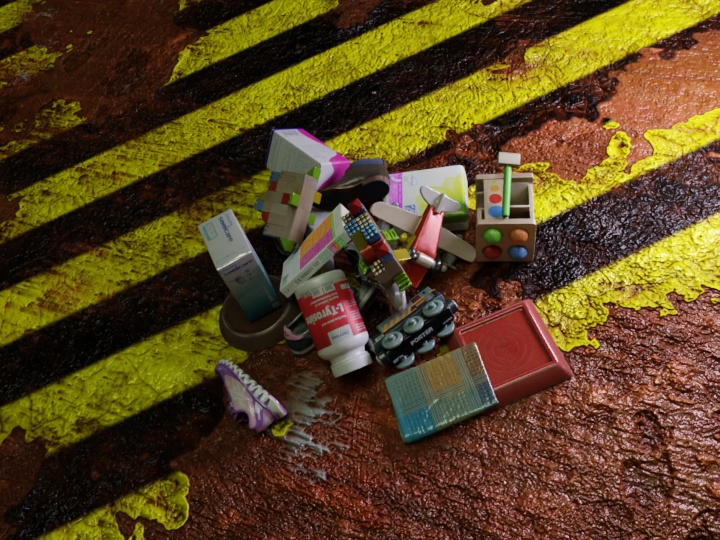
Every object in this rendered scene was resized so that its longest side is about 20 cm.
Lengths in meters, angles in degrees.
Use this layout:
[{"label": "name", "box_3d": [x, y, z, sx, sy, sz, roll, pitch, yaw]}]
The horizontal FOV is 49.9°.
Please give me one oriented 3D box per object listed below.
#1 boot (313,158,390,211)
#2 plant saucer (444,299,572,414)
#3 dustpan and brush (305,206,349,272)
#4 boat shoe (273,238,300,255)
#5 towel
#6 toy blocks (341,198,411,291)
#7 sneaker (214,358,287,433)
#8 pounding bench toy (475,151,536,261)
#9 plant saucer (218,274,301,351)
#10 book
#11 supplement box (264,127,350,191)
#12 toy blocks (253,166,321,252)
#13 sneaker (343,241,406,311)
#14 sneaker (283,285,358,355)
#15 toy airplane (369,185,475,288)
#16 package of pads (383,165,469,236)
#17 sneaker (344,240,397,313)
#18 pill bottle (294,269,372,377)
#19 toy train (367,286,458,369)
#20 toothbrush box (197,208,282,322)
[{"label": "boot", "box_3d": [-0.021, -0.202, 1.821, 0.198, 0.075, 0.098, -10, 43, 17]}, {"label": "plant saucer", "box_3d": [0.287, 0.158, 1.533, 0.198, 0.037, 0.201, -23, 51, 0]}, {"label": "dustpan and brush", "box_3d": [-0.073, -0.077, 1.810, 0.138, 0.058, 0.201, -4, 47, 4]}, {"label": "boat shoe", "box_3d": [-0.187, -0.122, 1.856, 0.074, 0.074, 0.201, -20, 51, 1]}, {"label": "towel", "box_3d": [0.155, 0.237, 1.500, 0.198, 0.022, 0.148, -24, 53, 11]}, {"label": "toy blocks", "box_3d": [0.018, -0.060, 1.520, 0.099, 0.137, 0.201, -33, 63, 5]}, {"label": "sneaker", "box_3d": [-0.245, 0.261, 1.593, 0.199, 0.081, 0.089, 35, 77, 33]}, {"label": "pounding bench toy", "box_3d": [0.303, -0.129, 1.627, 0.123, 0.201, 0.157, 0, 53, 8]}, {"label": "plant saucer", "box_3d": [-0.231, 0.086, 1.743, 0.198, 0.035, 0.202, -9, 53, 12]}, {"label": "book", "box_3d": [-0.098, -0.042, 1.707, 0.200, 0.048, 0.134, -42, 21, 18]}, {"label": "supplement box", "box_3d": [-0.132, -0.264, 1.904, 0.101, 0.104, 0.199, -11, 37, -43]}, {"label": "toy blocks", "box_3d": [-0.181, -0.150, 1.782, 0.136, 0.100, 0.202, 13, 86, 34]}, {"label": "sneaker", "box_3d": [0.033, 0.010, 1.614, 0.081, 0.075, 0.201, -25, 58, -9]}, {"label": "sneaker", "box_3d": [-0.082, 0.093, 1.660, 0.200, 0.082, 0.070, -44, 52, -17]}, {"label": "toy airplane", "box_3d": [0.133, -0.078, 1.667, 0.198, 0.141, 0.202, -24, 85, -25]}, {"label": "package of pads", "box_3d": [0.150, -0.160, 1.789, 0.197, 0.068, 0.156, -6, 54, 12]}, {"label": "sneaker", "box_3d": [0.000, 0.000, 1.694, 0.105, 0.075, 0.201, 22, 52, 5]}, {"label": "pill bottle", "box_3d": [-0.051, 0.110, 1.578, 0.111, 0.112, 0.202, -22, 84, -1]}, {"label": "toy train", "box_3d": [0.105, 0.117, 1.587, 0.199, 0.086, 0.114, -37, 30, -7]}, {"label": "toothbrush box", "box_3d": [-0.259, -0.009, 1.672, 0.085, 0.201, 0.147, -27, 52, -5]}]
